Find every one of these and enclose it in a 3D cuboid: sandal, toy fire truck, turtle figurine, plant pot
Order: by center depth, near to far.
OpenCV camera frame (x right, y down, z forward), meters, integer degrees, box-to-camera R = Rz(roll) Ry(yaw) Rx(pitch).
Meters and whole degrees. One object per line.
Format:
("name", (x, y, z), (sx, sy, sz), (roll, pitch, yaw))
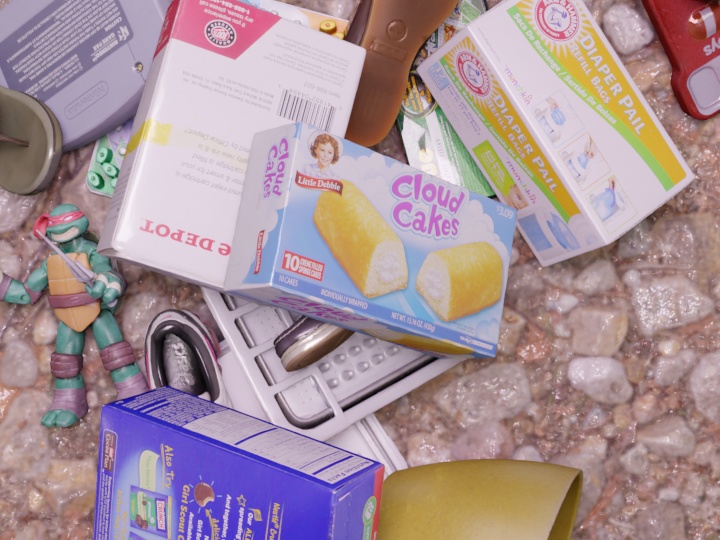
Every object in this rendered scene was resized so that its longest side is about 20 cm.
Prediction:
("plant pot", (0.075, 0.228, 0.955), (0.141, 0.200, 0.201), (17, 86, 18))
("turtle figurine", (-0.234, 0.022, 0.996), (0.149, 0.101, 0.201), (-7, 101, 35))
("sandal", (-0.319, -0.127, 1.000), (0.201, 0.057, 0.080), (37, 112, 21))
("toy fire truck", (0.329, -0.242, 1.024), (0.199, 0.112, 0.168), (-31, 111, -1))

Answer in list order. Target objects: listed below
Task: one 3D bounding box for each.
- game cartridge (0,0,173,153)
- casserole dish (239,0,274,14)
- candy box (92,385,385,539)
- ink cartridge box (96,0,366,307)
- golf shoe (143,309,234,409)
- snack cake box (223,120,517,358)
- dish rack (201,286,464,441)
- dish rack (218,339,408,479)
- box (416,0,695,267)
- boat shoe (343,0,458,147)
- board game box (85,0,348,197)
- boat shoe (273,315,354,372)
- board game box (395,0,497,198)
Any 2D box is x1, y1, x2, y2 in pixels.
("game cartridge", (-0.230, -0.177, 1.000), (0.199, 0.041, 0.134), (-28, 86, 27))
("casserole dish", (-0.118, -0.127, 1.013), (0.120, 0.039, 0.201), (2, 86, 0))
("candy box", (-0.090, 0.191, 0.863), (0.199, 0.077, 0.170), (16, 107, 29))
("ink cartridge box", (-0.096, -0.086, 0.907), (0.144, 0.083, 0.201), (18, 82, -19))
("golf shoe", (-0.127, 0.129, 0.956), (0.072, 0.092, 0.201), (-19, 87, -2))
("snack cake box", (0.011, -0.016, 0.868), (0.199, 0.067, 0.116), (18, 76, -33))
("dish rack", (-0.017, 0.032, 1.001), (0.199, 0.044, 0.172), (-27, 84, -20))
("dish rack", (-0.072, 0.148, 1.021), (0.171, 0.044, 0.201), (-33, 86, -1))
("box", (0.152, -0.119, 0.982), (0.101, 0.112, 0.201), (-34, 92, -21))
("boat shoe", (0.022, -0.199, 0.991), (0.070, 0.070, 0.201), (25, 97, -25))
("board game box", (-0.116, -0.141, 1.046), (0.199, 0.026, 0.201), (15, 87, 0))
("boat shoe", (0.000, 0.000, 0.949), (0.200, 0.072, 0.065), (-40, 85, -25))
("board game box", (0.075, -0.155, 1.049), (0.104, 0.023, 0.201), (-14, 87, -2))
